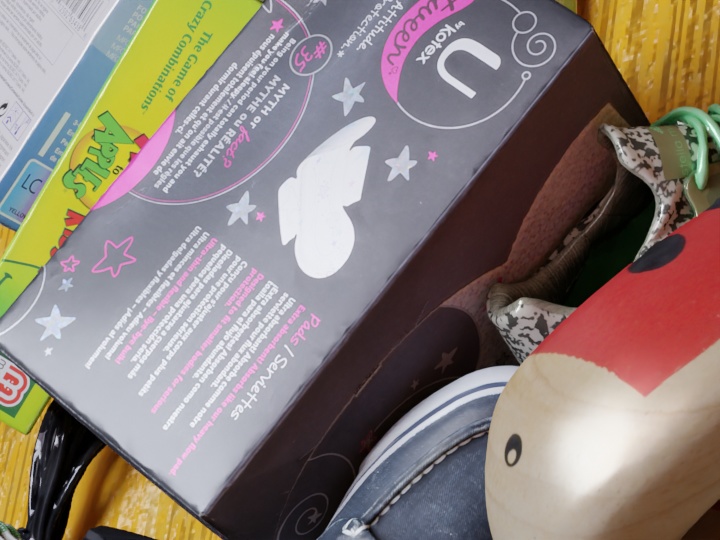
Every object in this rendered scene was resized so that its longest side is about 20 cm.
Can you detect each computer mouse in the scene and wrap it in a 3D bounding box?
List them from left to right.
[{"bbox_3d":[-0.085,0.114,1.103,0.200,0.046,0.141,3,78,61],"label":"computer mouse"}]

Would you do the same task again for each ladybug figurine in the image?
[{"bbox_3d":[0.113,0.027,0.823,0.200,0.136,0.072,-33,69,-24],"label":"ladybug figurine"}]

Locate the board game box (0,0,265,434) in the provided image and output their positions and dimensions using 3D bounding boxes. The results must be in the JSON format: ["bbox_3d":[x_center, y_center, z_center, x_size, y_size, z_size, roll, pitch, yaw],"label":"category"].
[{"bbox_3d":[-0.101,-0.037,1.153,0.201,0.047,0.102,-58,5,10],"label":"board game box"}]

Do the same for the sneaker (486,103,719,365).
[{"bbox_3d":[0.117,-0.026,0.900,0.200,0.089,0.077,-49,37,-8],"label":"sneaker"}]

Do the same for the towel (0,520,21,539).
[{"bbox_3d":[-0.097,0.192,1.032,0.200,0.031,0.150,31,129,51],"label":"towel"}]

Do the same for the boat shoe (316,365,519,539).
[{"bbox_3d":[0.003,0.120,0.850,0.201,0.071,0.091,-52,4,4],"label":"boat shoe"}]

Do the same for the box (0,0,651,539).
[{"bbox_3d":[0.000,0.000,0.937,0.115,0.132,0.200,37,84,33],"label":"box"}]

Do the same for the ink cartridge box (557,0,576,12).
[{"bbox_3d":[0.024,-0.103,1.117,0.145,0.048,0.201,-24,53,39],"label":"ink cartridge box"}]

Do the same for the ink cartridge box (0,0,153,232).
[{"bbox_3d":[-0.111,-0.118,1.257,0.201,0.076,0.136,-57,35,8],"label":"ink cartridge box"}]
